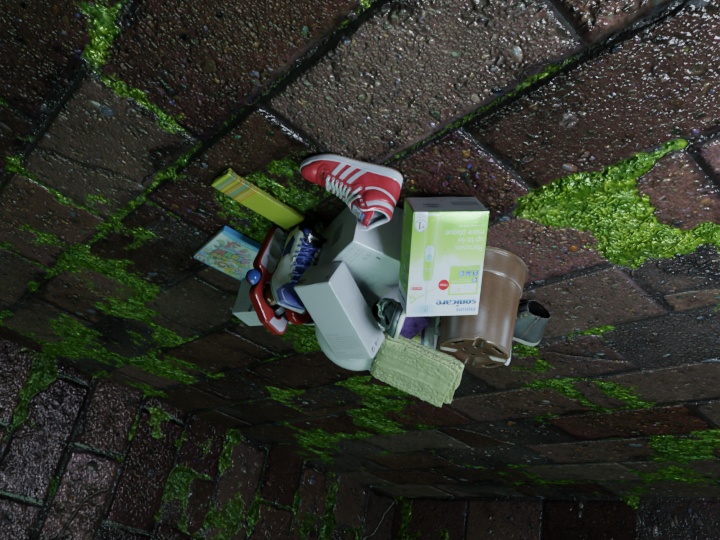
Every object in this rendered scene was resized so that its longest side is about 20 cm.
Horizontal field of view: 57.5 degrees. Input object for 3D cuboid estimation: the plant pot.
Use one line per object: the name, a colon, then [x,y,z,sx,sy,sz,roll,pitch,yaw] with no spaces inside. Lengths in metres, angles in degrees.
plant pot: [0.254,0.086,1.401,0.194,0.204,0.202,9,152,5]

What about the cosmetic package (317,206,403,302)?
cosmetic package: [0.037,-0.035,1.357,0.195,0.126,0.199,21,151,-19]

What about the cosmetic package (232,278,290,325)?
cosmetic package: [-0.222,0.072,1.678,0.195,0.116,0.081,-9,147,33]

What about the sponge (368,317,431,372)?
sponge: [0.058,0.136,1.516,0.112,0.030,0.199,46,115,-4]

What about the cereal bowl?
cereal bowl: [-0.016,0.139,1.475,0.193,0.084,0.206,5,113,12]

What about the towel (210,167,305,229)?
towel: [-0.214,-0.147,1.377,0.197,0.019,0.085,30,153,-31]

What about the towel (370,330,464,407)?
towel: [0.120,0.213,1.418,0.195,0.037,0.151,21,132,7]

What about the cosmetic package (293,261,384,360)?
cosmetic package: [-0.041,0.085,1.335,0.099,0.075,0.203,-7,122,36]

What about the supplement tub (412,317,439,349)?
supplement tub: [0.090,0.124,1.599,0.193,0.149,0.147,6,152,13]

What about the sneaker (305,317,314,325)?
sneaker: [-0.086,0.134,1.768,0.195,0.078,0.116,-5,146,25]

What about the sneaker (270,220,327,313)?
sneaker: [-0.128,-0.026,1.377,0.079,0.205,0.115,19,144,-24]

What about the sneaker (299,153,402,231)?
sneaker: [-0.026,-0.141,1.197,0.193,0.115,0.072,10,153,6]

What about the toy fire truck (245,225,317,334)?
toy fire truck: [-0.182,0.027,1.455,0.110,0.204,0.168,-10,135,41]

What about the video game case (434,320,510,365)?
video game case: [0.271,0.158,1.554,0.178,0.023,0.200,23,-169,11]

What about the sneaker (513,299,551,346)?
sneaker: [0.344,0.100,1.545,0.194,0.076,0.108,15,138,4]

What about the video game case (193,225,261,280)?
video game case: [-0.313,-0.038,1.614,0.141,0.018,0.198,28,148,-25]

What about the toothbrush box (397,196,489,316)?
toothbrush box: [0.150,-0.026,1.216,0.141,0.087,0.206,0,114,-9]

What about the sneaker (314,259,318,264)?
sneaker: [-0.108,0.027,1.583,0.195,0.081,0.078,22,152,-13]

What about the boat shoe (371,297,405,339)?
boat shoe: [0.055,0.091,1.328,0.060,0.075,0.200,23,178,-2]
